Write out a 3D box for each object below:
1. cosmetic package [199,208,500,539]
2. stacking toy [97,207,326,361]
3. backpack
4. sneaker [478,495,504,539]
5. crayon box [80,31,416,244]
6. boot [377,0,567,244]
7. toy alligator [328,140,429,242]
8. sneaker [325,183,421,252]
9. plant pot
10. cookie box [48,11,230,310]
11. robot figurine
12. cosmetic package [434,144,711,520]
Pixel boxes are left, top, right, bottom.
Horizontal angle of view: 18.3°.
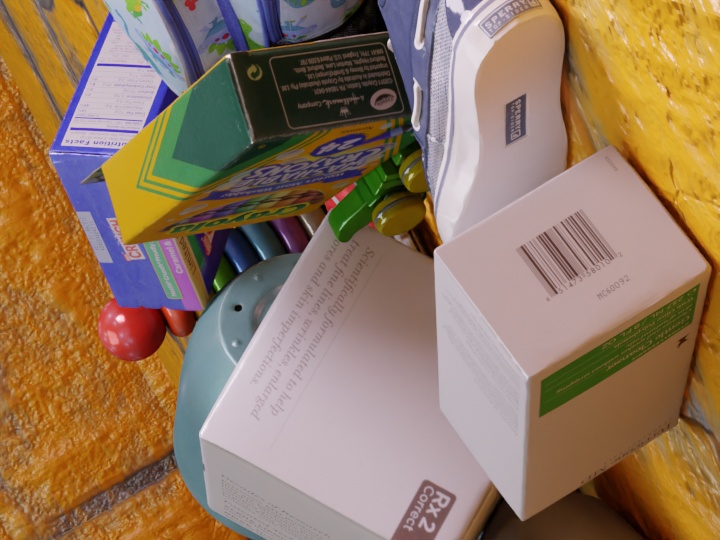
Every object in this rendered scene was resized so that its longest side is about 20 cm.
[{"bbox_3d":[0.013,0.094,1.361,0.165,0.165,0.200,27,163,7],"label":"cosmetic package"},{"bbox_3d":[-0.115,0.011,1.769,0.085,0.200,0.085,56,169,17],"label":"stacking toy"},{"bbox_3d":[-0.075,-0.189,1.215,0.183,0.147,0.200,54,165,19],"label":"backpack"},{"bbox_3d":[0.122,0.213,1.505,0.200,0.081,0.075,60,151,-3],"label":"sneaker"},{"bbox_3d":[-0.053,-0.065,1.203,0.200,0.126,0.052,-31,74,57],"label":"crayon box"},{"bbox_3d":[0.052,-0.091,1.106,0.090,0.073,0.200,52,157,28],"label":"boot"},{"bbox_3d":[0.038,-0.081,1.227,0.059,0.054,0.200,60,144,24],"label":"toy alligator"},{"bbox_3d":[0.000,0.000,1.499,0.200,0.085,0.077,63,179,-13],"label":"sneaker"},{"bbox_3d":[-0.045,0.082,1.679,0.201,0.201,0.161,54,159,29],"label":"plant pot"},{"bbox_3d":[-0.144,-0.099,1.653,0.171,0.075,0.200,72,-153,-47],"label":"cookie box"},{"bbox_3d":[0.143,0.213,1.361,0.170,0.113,0.200,18,-164,-33],"label":"robot figurine"},{"bbox_3d":[0.101,0.035,1.108,0.085,0.108,0.200,54,169,23],"label":"cosmetic package"}]
